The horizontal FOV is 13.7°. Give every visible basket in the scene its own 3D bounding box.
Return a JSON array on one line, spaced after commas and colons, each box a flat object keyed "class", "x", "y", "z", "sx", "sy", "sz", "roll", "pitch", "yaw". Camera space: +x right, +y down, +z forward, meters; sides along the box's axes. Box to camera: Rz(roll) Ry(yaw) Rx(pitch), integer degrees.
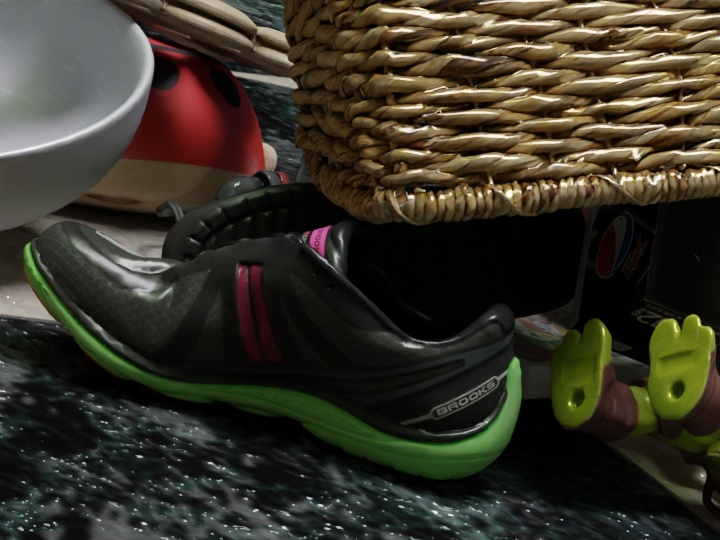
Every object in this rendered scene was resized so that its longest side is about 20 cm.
[{"class": "basket", "x": 0.075, "y": -0.069, "z": 1.213, "sx": 0.199, "sy": 0.150, "sz": 0.143, "roll": -6, "pitch": -19, "yaw": -14}]

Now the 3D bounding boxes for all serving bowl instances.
[{"class": "serving bowl", "x": -0.188, "y": -0.066, "z": 1.271, "sx": 0.199, "sy": 0.066, "sz": 0.200, "roll": 4, "pitch": 31, "yaw": -2}]

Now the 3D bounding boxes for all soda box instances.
[{"class": "soda box", "x": 0.192, "y": 0.022, "z": 1.292, "sx": 0.199, "sy": 0.071, "sz": 0.063, "roll": 22, "pitch": -24, "yaw": -23}]

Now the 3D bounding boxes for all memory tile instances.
[{"class": "memory tile", "x": -0.113, "y": -0.131, "z": 1.360, "sx": 0.200, "sy": 0.017, "sz": 0.153, "roll": 23, "pitch": -1, "yaw": -32}]

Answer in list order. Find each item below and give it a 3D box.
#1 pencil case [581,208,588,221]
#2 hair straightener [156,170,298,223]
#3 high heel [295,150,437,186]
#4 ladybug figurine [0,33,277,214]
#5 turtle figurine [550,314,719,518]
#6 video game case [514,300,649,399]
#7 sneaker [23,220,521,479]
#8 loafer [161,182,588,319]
[{"class": "pencil case", "x": 0.159, "y": -0.026, "z": 1.414, "sx": 0.087, "sy": 0.088, "sz": 0.200, "roll": 23, "pitch": 10, "yaw": 25}, {"class": "hair straightener", "x": -0.030, "y": -0.020, "z": 1.375, "sx": 0.077, "sy": 0.041, "sz": 0.200, "roll": -19, "pitch": -7, "yaw": 32}, {"class": "high heel", "x": 0.061, "y": -0.091, "z": 1.362, "sx": 0.071, "sy": 0.143, "sz": 0.200, "roll": 20, "pitch": 6, "yaw": 42}, {"class": "ladybug figurine", "x": -0.130, "y": -0.077, "z": 1.409, "sx": 0.199, "sy": 0.072, "sz": 0.136, "roll": 9, "pitch": 15, "yaw": -26}, {"class": "turtle figurine", "x": 0.149, "y": 0.066, "z": 1.188, "sx": 0.161, "sy": 0.065, "sz": 0.200, "roll": 24, "pitch": -6, "yaw": -38}, {"class": "video game case", "x": 0.084, "y": 0.021, "z": 1.384, "sx": 0.143, "sy": 0.018, "sz": 0.200, "roll": 26, "pitch": 17, "yaw": 37}, {"class": "sneaker", "x": -0.031, "y": 0.014, "z": 1.150, "sx": 0.199, "sy": 0.084, "sz": 0.077, "roll": 17, "pitch": 14, "yaw": 2}, {"class": "loafer", "x": 0.000, "y": 0.000, "z": 1.270, "sx": 0.199, "sy": 0.073, "sz": 0.071, "roll": -1, "pitch": 1, "yaw": -30}]
